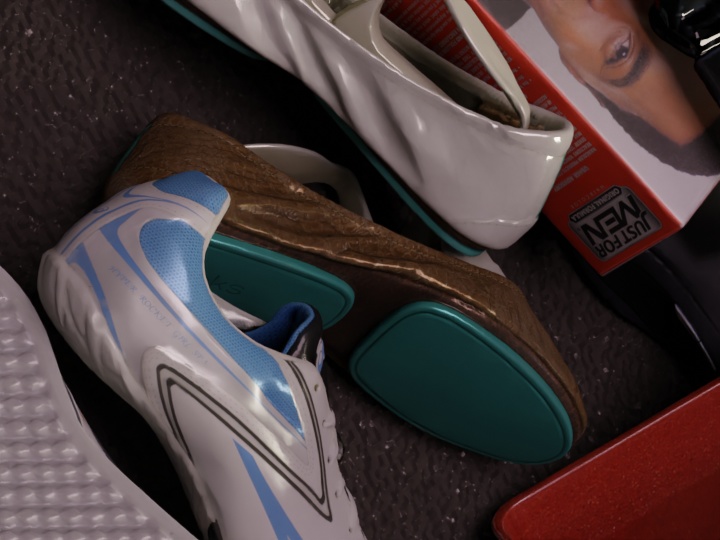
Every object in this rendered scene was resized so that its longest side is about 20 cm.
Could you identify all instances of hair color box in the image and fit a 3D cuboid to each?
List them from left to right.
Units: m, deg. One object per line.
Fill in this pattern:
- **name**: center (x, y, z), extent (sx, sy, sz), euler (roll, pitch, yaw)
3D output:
- **hair color box**: center (0.060, -0.108, 0.771), extent (0.200, 0.061, 0.102), euler (46, 59, -6)

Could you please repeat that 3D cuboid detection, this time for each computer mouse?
- **computer mouse**: center (0.174, -0.005, 0.855), extent (0.200, 0.046, 0.141), euler (48, 60, -17)

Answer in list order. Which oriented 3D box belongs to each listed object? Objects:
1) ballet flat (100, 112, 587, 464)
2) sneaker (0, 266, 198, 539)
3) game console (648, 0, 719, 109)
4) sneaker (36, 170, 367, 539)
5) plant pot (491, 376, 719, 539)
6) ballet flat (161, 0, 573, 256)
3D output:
- **ballet flat**: center (0.000, 0.000, 0.738), extent (0.199, 0.068, 0.073), euler (24, 49, -24)
- **sneaker**: center (-0.109, 0.071, 0.641), extent (0.078, 0.080, 0.200), euler (-34, 75, -25)
- **game console**: center (0.211, -0.119, 0.740), extent (0.199, 0.119, 0.173), euler (-29, 141, -29)
- **sneaker**: center (-0.027, 0.060, 0.672), extent (0.072, 0.072, 0.201), euler (-32, 116, -5)
- **plant pot**: center (0.194, 0.144, 0.735), extent (0.199, 0.200, 0.177), euler (-29, 115, -8)
- **ballet flat**: center (-0.008, -0.090, 0.718), extent (0.200, 0.069, 0.070), euler (40, 61, -6)
